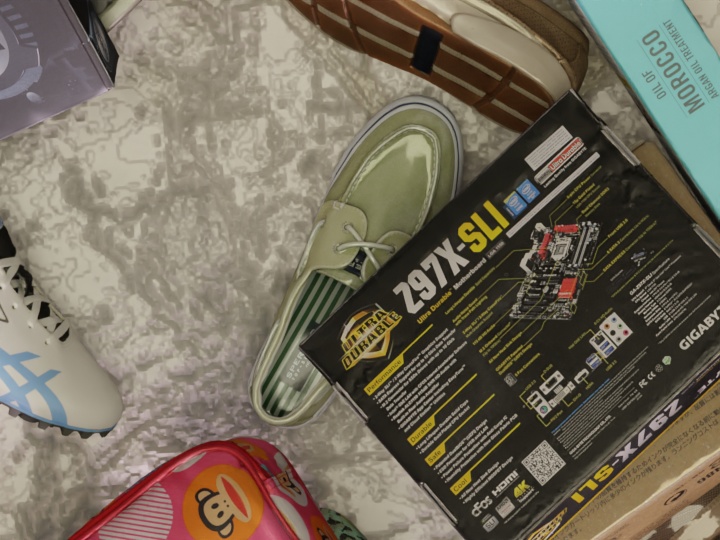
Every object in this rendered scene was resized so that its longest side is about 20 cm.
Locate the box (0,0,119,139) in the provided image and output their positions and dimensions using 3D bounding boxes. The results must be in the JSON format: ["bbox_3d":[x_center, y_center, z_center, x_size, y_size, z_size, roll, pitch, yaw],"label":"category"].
[{"bbox_3d":[-0.248,-0.129,1.492,0.199,0.044,0.161,-22,115,11],"label":"box"}]

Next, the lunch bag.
[{"bbox_3d":[-0.076,0.205,1.529,0.176,0.082,0.201,-37,83,10],"label":"lunch bag"}]

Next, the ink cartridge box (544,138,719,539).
[{"bbox_3d":[0.125,0.057,1.547,0.199,0.075,0.165,-35,72,6],"label":"ink cartridge box"}]

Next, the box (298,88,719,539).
[{"bbox_3d":[0.092,0.033,1.497,0.200,0.049,0.160,-44,70,3],"label":"box"}]

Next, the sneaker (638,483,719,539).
[{"bbox_3d":[0.122,0.166,1.601,0.200,0.070,0.076,-41,76,3],"label":"sneaker"}]

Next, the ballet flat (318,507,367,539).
[{"bbox_3d":[0.016,0.223,1.578,0.074,0.074,0.201,-15,82,3],"label":"ballet flat"}]

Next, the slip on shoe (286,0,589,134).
[{"bbox_3d":[0.033,-0.149,1.559,0.199,0.076,0.061,30,57,5],"label":"slip on shoe"}]

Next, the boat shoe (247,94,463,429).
[{"bbox_3d":[0.000,0.000,1.574,0.072,0.062,0.201,25,96,-2],"label":"boat shoe"}]

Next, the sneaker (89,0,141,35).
[{"bbox_3d":[-0.177,-0.162,1.550,0.200,0.075,0.106,-41,98,7],"label":"sneaker"}]

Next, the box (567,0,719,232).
[{"bbox_3d":[0.169,-0.102,1.548,0.049,0.082,0.201,-33,96,4],"label":"box"}]

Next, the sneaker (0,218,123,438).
[{"bbox_3d":[-0.201,0.012,1.574,0.200,0.072,0.072,44,111,-4],"label":"sneaker"}]
